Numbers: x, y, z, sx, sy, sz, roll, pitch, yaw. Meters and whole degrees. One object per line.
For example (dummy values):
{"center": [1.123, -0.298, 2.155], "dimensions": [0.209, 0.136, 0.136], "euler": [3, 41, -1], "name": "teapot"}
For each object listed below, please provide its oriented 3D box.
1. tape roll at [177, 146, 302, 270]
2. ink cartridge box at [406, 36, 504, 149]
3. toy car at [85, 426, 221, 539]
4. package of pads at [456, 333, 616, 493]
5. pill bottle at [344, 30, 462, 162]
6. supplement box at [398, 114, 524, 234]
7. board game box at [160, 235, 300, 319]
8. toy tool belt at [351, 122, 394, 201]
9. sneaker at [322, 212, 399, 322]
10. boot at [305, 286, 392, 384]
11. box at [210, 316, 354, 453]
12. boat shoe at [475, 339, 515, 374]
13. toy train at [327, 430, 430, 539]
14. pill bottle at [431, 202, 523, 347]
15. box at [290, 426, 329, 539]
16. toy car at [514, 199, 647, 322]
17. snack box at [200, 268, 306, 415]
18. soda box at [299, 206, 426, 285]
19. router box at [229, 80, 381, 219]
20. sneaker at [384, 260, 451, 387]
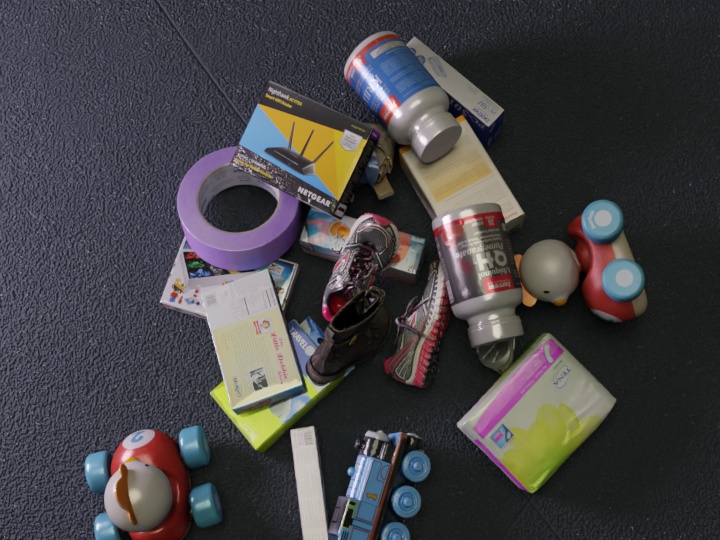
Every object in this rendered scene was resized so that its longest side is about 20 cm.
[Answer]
{"center": [-0.195, -0.103, 1.609], "dimensions": [0.198, 0.066, 0.202], "euler": [0, 61, -1], "name": "tape roll"}
{"center": [0.150, -0.295, 1.649], "dimensions": [0.200, 0.094, 0.044], "euler": [42, 80, 15], "name": "ink cartridge box"}
{"center": [-0.319, 0.312, 1.436], "dimensions": [0.182, 0.200, 0.179], "euler": [-15, 72, -1], "name": "toy car"}
{"center": [0.268, 0.216, 1.486], "dimensions": [0.154, 0.068, 0.200], "euler": [44, 81, 2], "name": "package of pads"}
{"center": [0.071, -0.272, 1.565], "dimensions": [0.112, 0.112, 0.201], "euler": [-34, 70, -6], "name": "pill bottle"}
{"center": [0.163, -0.133, 1.609], "dimensions": [0.125, 0.074, 0.201], "euler": [-27, 73, -4], "name": "supplement box"}
{"center": [-0.211, 0.024, 1.609], "dimensions": [0.198, 0.035, 0.127], "euler": [16, 74, 9], "name": "board game box"}
{"center": [-0.041, -0.174, 1.613], "dimensions": [0.198, 0.125, 0.124], "euler": [2, 65, 5], "name": "toy tool belt"}
{"center": [0.000, 0.000, 1.521], "dimensions": [0.080, 0.201, 0.075], "euler": [25, 35, 1], "name": "sneaker"}
{"center": [0.003, 0.080, 1.482], "dimensions": [0.069, 0.175, 0.200], "euler": [41, 52, 11], "name": "boot"}
{"center": [-0.121, 0.174, 1.552], "dimensions": [0.200, 0.048, 0.122], "euler": [-41, 75, -7], "name": "box"}
{"center": [0.210, 0.061, 1.559], "dimensions": [0.074, 0.065, 0.204], "euler": [-13, 66, 17], "name": "boat shoe"}
{"center": [0.028, 0.330, 1.460], "dimensions": [0.113, 0.087, 0.202], "euler": [21, 75, -12], "name": "toy train"}
{"center": [0.181, 0.009, 1.480], "dimensions": [0.110, 0.111, 0.202], "euler": [-14, 81, 0], "name": "pill bottle"}
{"center": [-0.074, 0.340, 1.502], "dimensions": [0.041, 0.039, 0.202], "euler": [-10, 73, 2], "name": "box"}
{"center": [0.320, 0.011, 1.509], "dimensions": [0.198, 0.184, 0.179], "euler": [-19, 73, 11], "name": "toy car"}
{"center": [-0.167, 0.109, 1.532], "dimensions": [0.115, 0.037, 0.202], "euler": [-19, 67, 1], "name": "snack box"}
{"center": [0.005, -0.039, 1.594], "dimensions": [0.198, 0.068, 0.064], "euler": [16, 74, 8], "name": "soda box"}
{"center": [-0.087, -0.189, 1.550], "dimensions": [0.199, 0.051, 0.150], "euler": [26, 92, 19], "name": "router box"}
{"center": [0.094, 0.077, 1.542], "dimensions": [0.074, 0.081, 0.202], "euler": [12, 72, 18], "name": "sneaker"}
